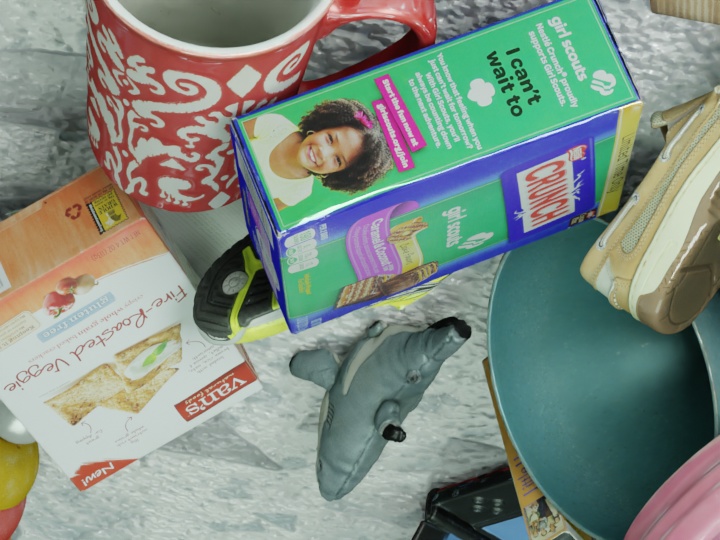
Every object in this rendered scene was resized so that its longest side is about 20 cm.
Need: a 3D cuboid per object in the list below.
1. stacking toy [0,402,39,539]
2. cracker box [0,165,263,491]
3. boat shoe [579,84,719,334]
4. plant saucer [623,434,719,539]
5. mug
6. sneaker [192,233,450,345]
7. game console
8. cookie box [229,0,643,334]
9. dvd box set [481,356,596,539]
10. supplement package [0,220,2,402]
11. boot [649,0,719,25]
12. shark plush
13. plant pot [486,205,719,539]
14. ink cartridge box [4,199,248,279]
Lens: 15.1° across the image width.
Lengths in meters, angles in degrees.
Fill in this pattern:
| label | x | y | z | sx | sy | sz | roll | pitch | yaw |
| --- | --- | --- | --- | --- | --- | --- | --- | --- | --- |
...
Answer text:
| label | x | y | z | sx | sy | sz | roll | pitch | yaw |
| --- | --- | --- | --- | --- | --- | --- | --- | --- | --- |
| stacking toy | -0.278 | 0.136 | 1.934 | 0.146 | 0.146 | 0.200 | 23 | 128 | -24 |
| cracker box | -0.157 | 0.036 | 1.621 | 0.134 | 0.058 | 0.200 | -30 | 143 | 1 |
| boat shoe | 0.183 | -0.068 | 1.416 | 0.076 | 0.200 | 0.072 | 33 | 172 | 33 |
| plant saucer | 0.217 | 0.136 | 1.502 | 0.200 | 0.051 | 0.201 | -29 | 153 | -17 |
| mug | -0.067 | -0.109 | 1.417 | 0.177 | 0.134 | 0.200 | 33 | 154 | 7 |
| sneaker | 0.000 | 0.000 | 1.565 | 0.200 | 0.075 | 0.077 | -25 | 133 | -8 |
| game console | 0.132 | 0.242 | 1.983 | 0.172 | 0.119 | 0.200 | -21 | 139 | 40 |
| cookie box | 0.040 | -0.055 | 1.436 | 0.199 | 0.075 | 0.171 | -21 | 163 | -6 |
| dvd box set | 0.142 | 0.152 | 1.734 | 0.029 | 0.200 | 0.146 | -34 | 120 | 14 |
| supplement package | -0.289 | 0.042 | 1.720 | 0.117 | 0.117 | 0.200 | 31 | 149 | 5 |
| boot | 0.215 | -0.172 | 1.302 | 0.155 | 0.077 | 0.200 | 4 | 151 | 10 |
| shark plush | 0.030 | 0.083 | 1.773 | 0.091 | 0.084 | 0.200 | 27 | 145 | -28 |
| plant pot | 0.189 | 0.049 | 1.606 | 0.134 | 0.201 | 0.200 | -15 | 164 | -34 |
| ink cartridge box | -0.091 | -0.035 | 1.641 | 0.200 | 0.048 | 0.146 | -10 | 145 | 31 |
